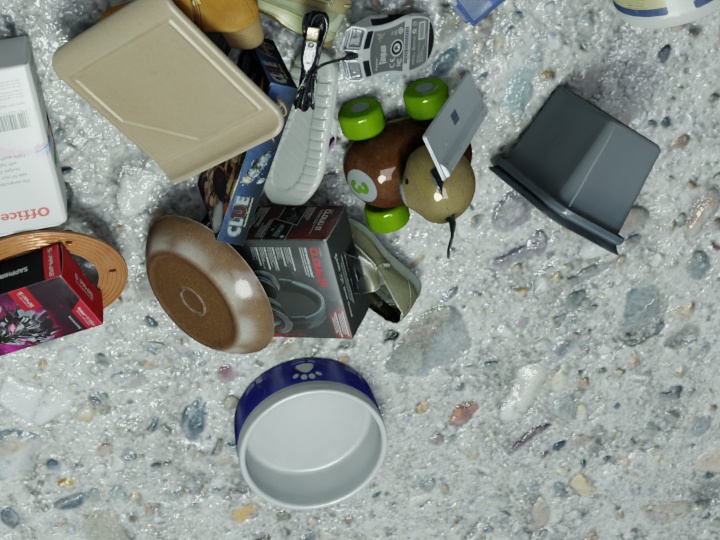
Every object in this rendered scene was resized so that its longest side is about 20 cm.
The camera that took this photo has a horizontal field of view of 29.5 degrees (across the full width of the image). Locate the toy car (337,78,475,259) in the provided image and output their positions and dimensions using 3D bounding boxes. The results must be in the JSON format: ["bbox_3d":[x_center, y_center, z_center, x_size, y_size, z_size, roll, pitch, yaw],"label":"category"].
[{"bbox_3d":[0.069,-0.100,1.587,0.157,0.200,0.165,-17,123,-2],"label":"toy car"}]

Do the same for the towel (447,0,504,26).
[{"bbox_3d":[0.121,-0.386,1.529,0.147,0.024,0.200,-39,123,9],"label":"towel"}]

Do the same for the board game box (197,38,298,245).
[{"bbox_3d":[-0.131,-0.149,1.550,0.034,0.136,0.201,10,118,-23],"label":"board game box"}]

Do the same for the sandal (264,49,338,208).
[{"bbox_3d":[-0.058,-0.163,1.607,0.050,0.082,0.203,-23,139,-52],"label":"sandal"}]

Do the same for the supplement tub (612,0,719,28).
[{"bbox_3d":[0.328,-0.385,1.504,0.144,0.145,0.200,-23,123,2],"label":"supplement tub"}]

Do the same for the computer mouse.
[{"bbox_3d":[0.002,-0.248,1.542,0.200,0.044,0.110,-18,121,-39],"label":"computer mouse"}]

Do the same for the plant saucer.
[{"bbox_3d":[-0.189,0.027,1.623,0.037,0.200,0.201,-44,132,-35],"label":"plant saucer"}]

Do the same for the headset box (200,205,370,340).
[{"bbox_3d":[-0.086,0.002,1.641,0.199,0.077,0.149,2,127,22],"label":"headset box"}]

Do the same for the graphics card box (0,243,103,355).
[{"bbox_3d":[-0.417,0.044,1.602,0.199,0.051,0.126,-16,148,6],"label":"graphics card box"}]

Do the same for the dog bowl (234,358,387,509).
[{"bbox_3d":[-0.068,0.219,1.825,0.199,0.079,0.201,-6,122,-10],"label":"dog bowl"}]

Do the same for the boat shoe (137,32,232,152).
[{"bbox_3d":[-0.193,-0.214,1.535,0.072,0.071,0.200,21,114,-23],"label":"boat shoe"}]

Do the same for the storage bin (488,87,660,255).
[{"bbox_3d":[0.270,-0.124,1.631,0.145,0.200,0.135,26,103,-25],"label":"storage bin"}]

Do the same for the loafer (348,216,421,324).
[{"bbox_3d":[0.000,0.000,1.698,0.200,0.070,0.075,35,138,-29],"label":"loafer"}]

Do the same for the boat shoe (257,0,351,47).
[{"bbox_3d":[-0.102,-0.315,1.497,0.200,0.073,0.063,26,101,-27],"label":"boat shoe"}]

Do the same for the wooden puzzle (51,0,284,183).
[{"bbox_3d":[-0.204,-0.195,1.456,0.185,0.037,0.200,-21,125,36],"label":"wooden puzzle"}]

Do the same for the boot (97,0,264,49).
[{"bbox_3d":[-0.203,-0.288,1.427,0.200,0.071,0.144,5,159,14],"label":"boot"}]

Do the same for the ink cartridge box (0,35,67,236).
[{"bbox_3d":[-0.418,-0.143,1.520,0.144,0.084,0.201,-11,123,-6],"label":"ink cartridge box"}]

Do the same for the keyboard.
[{"bbox_3d":[0.110,-0.168,1.561,0.011,0.200,0.056,-22,109,29],"label":"keyboard"}]

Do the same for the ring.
[{"bbox_3d":[-0.377,0.008,1.624,0.200,0.019,0.201,-9,147,-6],"label":"ring"}]
